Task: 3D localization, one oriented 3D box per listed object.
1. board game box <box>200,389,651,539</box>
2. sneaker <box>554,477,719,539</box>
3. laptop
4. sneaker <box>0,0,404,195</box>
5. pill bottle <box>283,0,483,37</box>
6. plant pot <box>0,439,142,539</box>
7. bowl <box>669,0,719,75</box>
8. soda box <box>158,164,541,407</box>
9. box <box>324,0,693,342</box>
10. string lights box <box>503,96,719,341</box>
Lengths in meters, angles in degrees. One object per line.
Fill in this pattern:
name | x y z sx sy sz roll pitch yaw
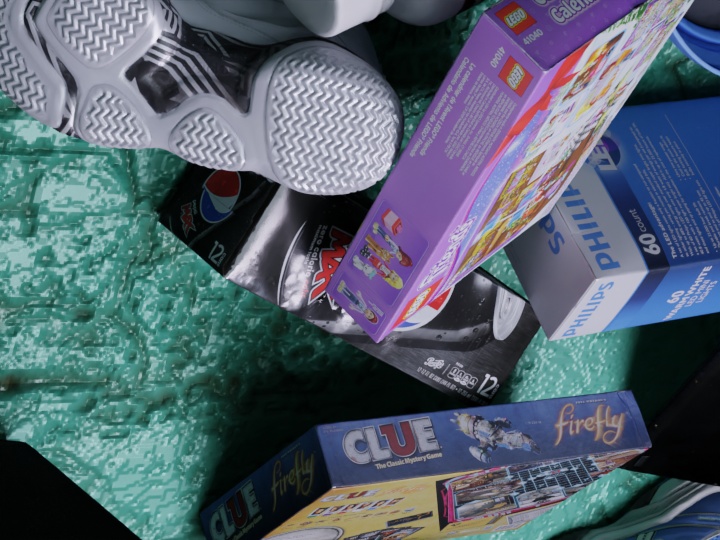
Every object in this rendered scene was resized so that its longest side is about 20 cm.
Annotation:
board game box | 0.034 0.110 1.178 0.199 0.035 0.135 -3 158 -33
sneaker | 0.159 0.193 1.337 0.200 0.077 0.076 -35 133 -10
laptop | 0.271 0.043 1.301 0.199 0.116 0.187 10 149 -12
sneaker | -0.076 -0.097 1.001 0.199 0.115 0.075 18 110 -4
pill bottle | 0.053 -0.177 0.972 0.199 0.109 0.110 -28 130 -18
plant pot | -0.192 0.187 1.029 0.177 0.199 0.201 -21 129 -37
bowl | 0.221 -0.197 1.161 0.200 0.039 0.201 -17 126 -25
soda box | 0.000 0.000 1.111 0.200 0.071 0.063 29 96 -42
box | 0.070 -0.065 0.998 0.137 0.039 0.200 -36 165 -39
string lights box | 0.170 -0.033 1.177 0.199 0.103 0.059 -8 149 -30
